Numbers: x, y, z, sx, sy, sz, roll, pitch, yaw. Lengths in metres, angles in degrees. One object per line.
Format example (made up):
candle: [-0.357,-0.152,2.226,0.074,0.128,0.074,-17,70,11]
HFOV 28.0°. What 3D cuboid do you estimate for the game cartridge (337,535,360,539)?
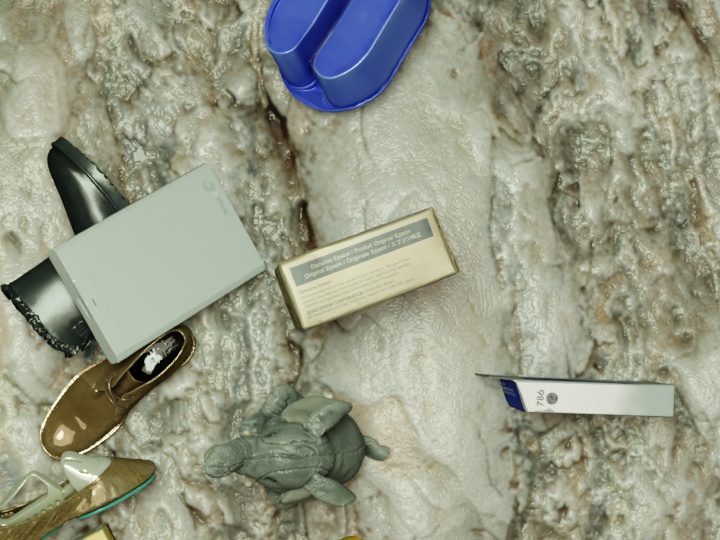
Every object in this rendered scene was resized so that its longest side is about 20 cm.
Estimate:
game cartridge: [-0.070,0.392,1.518,0.200,0.032,0.177,-15,89,-25]

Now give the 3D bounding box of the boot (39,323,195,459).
boot: [-0.261,0.124,1.523,0.200,0.075,0.074,-41,93,-4]

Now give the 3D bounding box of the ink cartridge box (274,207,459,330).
ink cartridge box: [0.000,0.000,1.486,0.165,0.200,0.075,-21,90,-6]

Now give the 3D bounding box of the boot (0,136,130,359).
boot: [-0.307,-0.019,1.524,0.162,0.073,0.198,-42,98,-9]

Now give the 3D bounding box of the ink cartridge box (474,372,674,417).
ink cartridge box: [0.226,0.134,1.549,0.200,0.099,0.039,4,88,-4]

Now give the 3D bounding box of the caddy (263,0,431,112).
caddy: [-0.013,-0.269,1.548,0.141,0.105,0.200,30,85,21]

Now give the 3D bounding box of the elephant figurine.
elephant figurine: [-0.061,0.190,1.472,0.155,0.200,0.142,-41,91,-5]

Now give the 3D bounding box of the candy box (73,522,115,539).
candy box: [-0.329,0.365,1.515,0.200,0.056,0.117,-28,90,-7]

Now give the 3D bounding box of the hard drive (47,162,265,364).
hard drive: [-0.208,-0.010,1.500,0.200,0.026,0.132,-33,99,-31]

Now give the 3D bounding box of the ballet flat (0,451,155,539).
ballet flat: [-0.316,0.234,1.515,0.200,0.068,0.072,-29,107,0]
